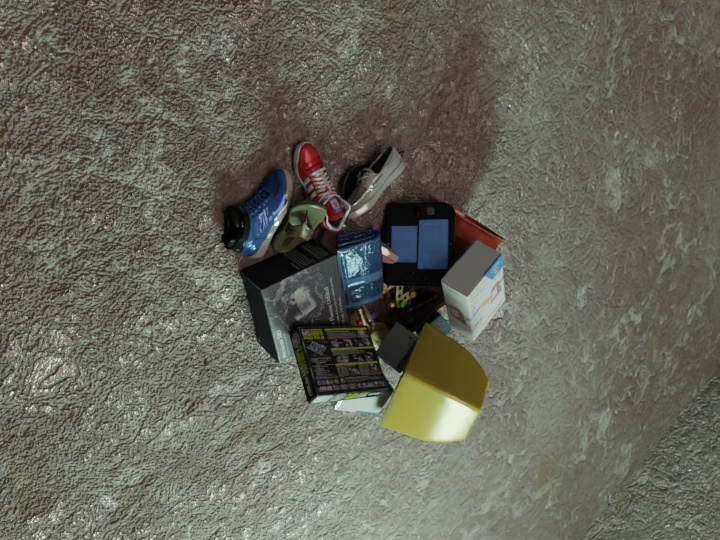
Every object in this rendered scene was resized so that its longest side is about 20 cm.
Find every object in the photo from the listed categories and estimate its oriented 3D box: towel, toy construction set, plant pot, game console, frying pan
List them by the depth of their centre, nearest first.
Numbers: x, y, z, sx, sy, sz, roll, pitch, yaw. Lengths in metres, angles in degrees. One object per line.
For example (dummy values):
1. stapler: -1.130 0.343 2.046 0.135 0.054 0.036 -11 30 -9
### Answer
1. towel: 0.000 0.000 1.526 0.110 0.049 0.203 -14 132 -10
2. frying pan: 0.019 -0.226 1.556 0.114 0.031 0.192 31 86 -41
3. plant pot: 0.187 0.287 1.566 0.195 0.197 0.198 -57 170 -52
4. game console: 0.144 -0.063 1.609 0.031 0.173 0.205 22 70 -76
5. toy construction set: 0.049 0.067 1.671 0.199 0.091 0.133 -32 121 -36
6. plant pot: 0.238 -0.045 1.710 0.199 0.201 0.197 19 106 -40

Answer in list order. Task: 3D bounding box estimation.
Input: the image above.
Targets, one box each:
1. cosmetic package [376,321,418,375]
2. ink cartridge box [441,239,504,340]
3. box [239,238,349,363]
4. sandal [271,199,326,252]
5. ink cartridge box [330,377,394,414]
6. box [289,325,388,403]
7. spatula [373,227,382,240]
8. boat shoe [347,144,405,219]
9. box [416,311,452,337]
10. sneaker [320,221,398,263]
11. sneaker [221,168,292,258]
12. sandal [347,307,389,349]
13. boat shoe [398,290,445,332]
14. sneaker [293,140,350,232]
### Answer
1. cosmetic package: 0.107 0.211 1.731 0.102 0.071 0.200 -53 162 -6
2. ink cartridge box: 0.276 0.050 1.600 0.145 0.084 0.201 -47 148 -19
3. box: -0.146 0.067 1.504 0.198 0.117 0.200 -25 123 -25
4. sandal: -0.129 -0.084 1.418 0.078 0.058 0.201 9 146 -26
5. ink cartridge box: -0.031 0.242 1.605 0.145 0.201 0.087 17 115 -40
6. box: -0.046 0.203 1.465 0.197 0.162 0.044 2 147 -39
7. spatula: 0.070 -0.039 1.684 0.200 0.020 0.057 40 82 -41
8. boat shoe: 0.023 -0.204 1.509 0.200 0.072 0.066 -46 124 -13
9. box: 0.190 0.155 1.747 0.082 0.200 0.049 -38 87 1
10. sneaker: -0.010 -0.042 1.572 0.198 0.075 0.106 27 101 -24
11. sneaker: -0.222 -0.127 1.385 0.110 0.076 0.202 14 107 -49
12. sandal: 0.042 0.166 1.720 0.078 0.069 0.212 -50 131 -8
13. boat shoe: 0.178 0.091 1.784 0.199 0.071 0.070 -34 173 -44
14. sneaker: -0.082 -0.178 1.446 0.071 0.112 0.203 -29 124 -24
